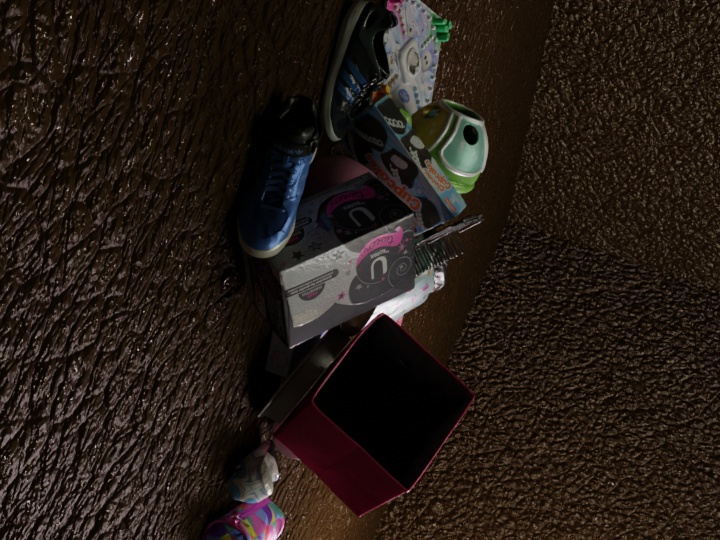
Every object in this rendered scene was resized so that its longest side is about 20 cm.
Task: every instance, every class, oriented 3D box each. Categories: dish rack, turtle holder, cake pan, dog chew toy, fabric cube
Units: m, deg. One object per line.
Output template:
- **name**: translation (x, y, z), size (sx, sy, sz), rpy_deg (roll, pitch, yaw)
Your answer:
- **dish rack**: translation (0.093, -0.021, 1.526), size (0.198, 0.055, 0.153), rpy_deg (-29, 178, 25)
- **turtle holder**: translation (0.113, -0.199, 1.612), size (0.133, 0.183, 0.141), rpy_deg (-62, -169, 21)
- **cake pan**: translation (-0.084, 0.161, 1.621), size (0.201, 0.037, 0.200), rpy_deg (-50, 178, -2)
- **dog chew toy**: translation (-0.051, -0.058, 1.456), size (0.202, 0.123, 0.125), rpy_deg (-62, 166, -7)
- **fabric cube**: translation (0.017, 0.223, 1.587), size (0.197, 0.200, 0.199), rpy_deg (-49, -179, -31)

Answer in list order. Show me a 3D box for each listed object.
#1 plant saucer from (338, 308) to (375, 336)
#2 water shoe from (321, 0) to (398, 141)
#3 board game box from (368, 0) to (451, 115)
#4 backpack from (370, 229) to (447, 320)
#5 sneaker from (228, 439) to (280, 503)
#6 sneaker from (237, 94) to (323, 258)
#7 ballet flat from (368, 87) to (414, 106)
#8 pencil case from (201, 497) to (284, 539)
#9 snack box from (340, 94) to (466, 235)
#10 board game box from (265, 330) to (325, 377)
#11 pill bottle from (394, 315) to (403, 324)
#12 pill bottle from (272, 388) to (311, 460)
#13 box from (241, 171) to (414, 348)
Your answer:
- **plant saucer**: translation (0.000, 0.000, 1.581), size (0.200, 0.034, 0.203), rpy_deg (18, 89, -71)
- **water shoe**: translation (-0.001, -0.269, 1.444), size (0.072, 0.078, 0.203), rpy_deg (-46, 152, -62)
- **board game box**: translation (0.084, -0.331, 1.648), size (0.199, 0.026, 0.204), rpy_deg (15, 84, -61)
- **backpack**: translation (0.053, 0.008, 1.818), size (0.198, 0.127, 0.168), rpy_deg (-23, 143, -11)
- **sneaker**: translation (-0.166, 0.314, 1.634), size (0.200, 0.071, 0.073), rpy_deg (-46, 125, -87)
- **sneaker**: translation (-0.097, -0.121, 1.240), size (0.112, 0.076, 0.202), rpy_deg (99, 10, -59)
- **ballet flat**: translation (0.029, -0.226, 1.664), size (0.202, 0.063, 0.076), rpy_deg (-66, 146, -29)
- **pencil case**: translation (-0.182, 0.410, 1.628), size (0.200, 0.087, 0.090), rpy_deg (11, 98, -79)
- **snack box**: translation (0.058, -0.151, 1.529), size (0.037, 0.201, 0.116), rpy_deg (-43, -169, -32)
- **board game box**: translation (-0.078, 0.036, 1.633), size (0.200, 0.041, 0.202), rpy_deg (-47, 153, -62)
- **pill bottle**: translation (0.046, 0.011, 1.976), size (0.109, 0.107, 0.203), rpy_deg (-44, 151, -63)
- **pill bottle**: translation (-0.083, 0.263, 1.775), size (0.200, 0.109, 0.112), rpy_deg (-7, 115, -76)
- **box**: translation (-0.038, -0.016, 1.327), size (0.198, 0.115, 0.134), rpy_deg (-25, 135, -23)
